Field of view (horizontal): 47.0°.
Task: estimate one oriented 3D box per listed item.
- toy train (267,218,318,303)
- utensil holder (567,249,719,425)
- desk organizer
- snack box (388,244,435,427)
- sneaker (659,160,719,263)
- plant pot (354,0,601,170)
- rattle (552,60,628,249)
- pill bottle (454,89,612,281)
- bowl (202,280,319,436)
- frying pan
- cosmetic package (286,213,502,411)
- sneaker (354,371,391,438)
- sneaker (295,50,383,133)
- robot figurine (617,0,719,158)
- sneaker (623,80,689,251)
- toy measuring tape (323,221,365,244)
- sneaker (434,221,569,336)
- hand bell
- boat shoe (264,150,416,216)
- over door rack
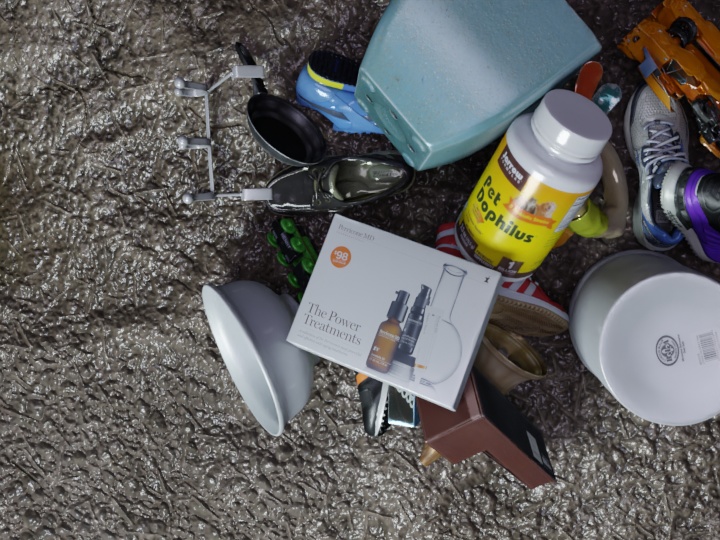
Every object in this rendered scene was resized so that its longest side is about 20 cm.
[{"bbox_3d":[-0.053,0.019,1.017,0.042,0.056,0.202,-41,66,30],"label":"toy train"},{"bbox_3d":[0.328,0.070,0.928,0.166,0.200,0.174,1,96,8],"label":"utensil holder"},{"bbox_3d":[0.149,0.195,0.968,0.076,0.073,0.200,-29,134,19],"label":"desk organizer"},{"bbox_3d":[0.069,0.074,1.002,0.036,0.116,0.204,3,96,21],"label":"snack box"},{"bbox_3d":[0.414,-0.050,0.911,0.099,0.199,0.071,18,84,48],"label":"sneaker"},{"bbox_3d":[0.101,-0.225,0.909,0.199,0.196,0.197,-41,89,-5],"label":"plant pot"},{"bbox_3d":[0.247,-0.129,1.005,0.128,0.143,0.204,-3,79,-24],"label":"rattle"},{"bbox_3d":[0.184,-0.089,0.885,0.108,0.110,0.201,29,134,4],"label":"pill bottle"},{"bbox_3d":[-0.110,0.091,1.011,0.089,0.201,0.204,-25,92,-21],"label":"bowl"},{"bbox_3d":[-0.118,-0.195,1.010,0.190,0.115,0.031,44,124,2],"label":"frying pan"},{"bbox_3d":[0.037,0.044,0.902,0.197,0.052,0.153,20,81,15],"label":"cosmetic package"},{"bbox_3d":[0.011,0.105,1.046,0.088,0.070,0.204,9,96,21],"label":"sneaker"},{"bbox_3d":[0.015,-0.199,1.020,0.197,0.067,0.079,21,137,-6],"label":"sneaker"},{"bbox_3d":[0.392,-0.215,0.944,0.145,0.058,0.201,-40,90,-30],"label":"robot figurine"},{"bbox_3d":[0.356,-0.123,0.963,0.076,0.085,0.204,-7,94,8],"label":"sneaker"},{"bbox_3d":[0.000,0.000,0.982,0.072,0.201,0.074,-11,134,-12],"label":"toy measuring tape"},{"bbox_3d":[0.172,0.005,1.007,0.197,0.071,0.114,21,54,-24],"label":"sneaker"},{"bbox_3d":[0.132,0.168,1.032,0.103,0.104,0.201,36,111,3],"label":"hand bell"},{"bbox_3d":[-0.030,-0.110,1.023,0.197,0.066,0.073,-9,95,8],"label":"boat shoe"},{"bbox_3d":[-0.176,-0.157,0.981,0.066,0.199,0.151,-7,97,-32],"label":"over door rack"}]
